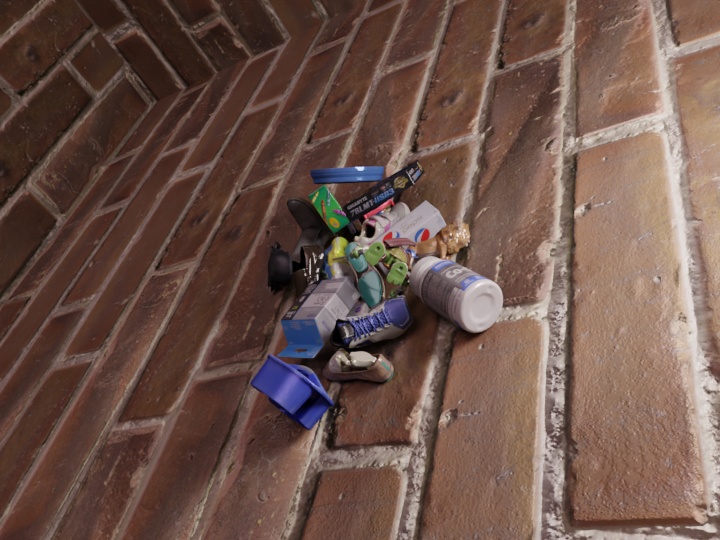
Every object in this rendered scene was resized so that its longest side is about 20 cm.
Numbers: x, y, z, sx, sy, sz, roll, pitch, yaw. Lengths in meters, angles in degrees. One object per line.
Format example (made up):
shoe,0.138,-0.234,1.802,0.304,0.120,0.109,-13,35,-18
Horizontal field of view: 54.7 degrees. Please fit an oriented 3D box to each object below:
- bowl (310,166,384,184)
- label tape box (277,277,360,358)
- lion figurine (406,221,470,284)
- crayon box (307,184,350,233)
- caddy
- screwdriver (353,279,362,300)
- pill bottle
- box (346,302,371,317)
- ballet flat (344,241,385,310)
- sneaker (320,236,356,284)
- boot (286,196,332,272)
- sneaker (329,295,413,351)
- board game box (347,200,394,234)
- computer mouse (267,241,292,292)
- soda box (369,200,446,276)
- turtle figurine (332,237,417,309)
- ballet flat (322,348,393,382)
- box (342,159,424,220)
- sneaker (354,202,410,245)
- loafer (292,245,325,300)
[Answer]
bowl,-0.035,-0.256,1.876,0.199,0.040,0.201,-3,6,0
label tape box,-0.111,0.109,1.611,0.143,0.066,0.200,-7,36,50
lion figurine,0.162,-0.046,1.636,0.199,0.073,0.123,-12,54,21
crayon box,-0.085,-0.169,1.885,0.058,0.119,0.200,-35,7,2
caddy,-0.143,0.252,1.494,0.105,0.142,0.199,-51,37,-16
screwdriver,0.000,0.000,1.768,0.029,0.028,0.201,-16,40,18
pill bottle,0.195,0.044,1.466,0.114,0.114,0.200,-43,35,-11
box,-0.066,0.117,1.678,0.199,0.042,0.039,-10,41,33
ballet flat,0.021,0.015,1.698,0.067,0.062,0.201,-30,59,14
sneaker,-0.068,0.007,1.804,0.105,0.076,0.201,-40,29,29
boot,-0.160,-0.083,1.894,0.072,0.182,0.201,-30,25,44
sneaker,0.012,0.127,1.514,0.199,0.115,0.081,-27,78,23
board game box,0.040,-0.154,1.898,0.199,0.039,0.158,-27,9,33
computer mouse,-0.226,-0.006,1.850,0.052,0.140,0.200,3,2,-18
soda box,0.114,-0.080,1.729,0.200,0.064,0.068,-38,40,-4
turtle figurine,0.041,0.007,1.541,0.198,0.145,0.194,-16,-3,3
ballet flat,-0.017,0.200,1.509,0.199,0.067,0.068,-6,44,38
box,0.066,-0.215,1.844,0.199,0.050,0.199,-29,9,20
sneaker,0.057,-0.110,1.799,0.081,0.088,0.200,7,53,46
loafer,-0.147,0.026,1.782,0.073,0.071,0.202,-21,56,57
